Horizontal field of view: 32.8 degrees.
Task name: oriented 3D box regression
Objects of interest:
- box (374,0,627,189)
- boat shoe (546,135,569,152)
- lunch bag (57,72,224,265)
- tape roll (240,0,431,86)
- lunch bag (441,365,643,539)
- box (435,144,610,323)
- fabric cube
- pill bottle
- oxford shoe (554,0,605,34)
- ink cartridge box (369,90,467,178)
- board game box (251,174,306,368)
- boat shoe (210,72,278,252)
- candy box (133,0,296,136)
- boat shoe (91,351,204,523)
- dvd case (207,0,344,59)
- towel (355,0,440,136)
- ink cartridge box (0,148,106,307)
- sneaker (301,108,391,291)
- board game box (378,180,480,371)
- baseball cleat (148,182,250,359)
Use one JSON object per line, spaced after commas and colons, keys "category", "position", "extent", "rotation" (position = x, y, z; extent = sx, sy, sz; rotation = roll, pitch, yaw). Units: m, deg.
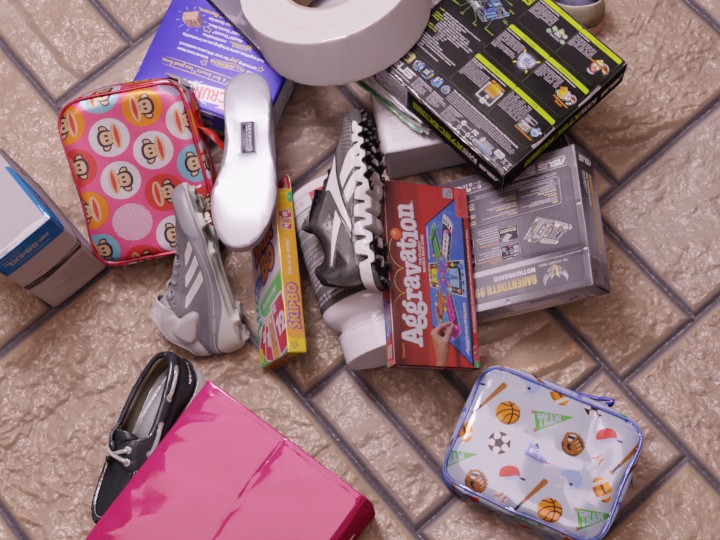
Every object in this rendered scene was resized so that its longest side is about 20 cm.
{"category": "box", "position": [0.149, -0.217, 1.322], "extent": [0.193, 0.048, 0.200], "rotation": [-42, 73, -15]}
{"category": "boat shoe", "position": [0.212, -0.097, 1.389], "extent": [0.075, 0.060, 0.201], "rotation": [-5, 73, 2]}
{"category": "lunch bag", "position": [-0.232, -0.115, 1.374], "extent": [0.176, 0.082, 0.201], "rotation": [-11, 103, 1]}
{"category": "tape roll", "position": [-0.027, -0.298, 1.327], "extent": [0.202, 0.071, 0.203], "rotation": [-8, 56, 13]}
{"category": "lunch bag", "position": [0.196, 0.194, 1.297], "extent": [0.200, 0.076, 0.161], "rotation": [23, 74, 11]}
{"category": "box", "position": [0.163, -0.033, 1.333], "extent": [0.200, 0.048, 0.159], "rotation": [-16, 70, 30]}
{"category": "fabric cube", "position": [-0.123, 0.261, 1.231], "extent": [0.200, 0.196, 0.200], "rotation": [35, 78, 12]}
{"category": "pill bottle", "position": [0.000, 0.000, 1.345], "extent": [0.114, 0.114, 0.200], "rotation": [-18, 73, -2]}
{"category": "oxford shoe", "position": [0.201, -0.347, 1.458], "extent": [0.200, 0.074, 0.071], "rotation": [22, 76, 10]}
{"category": "ink cartridge box", "position": [0.081, -0.224, 1.422], "extent": [0.146, 0.086, 0.200], "rotation": [-11, 71, 0]}
{"category": "board game box", "position": [-0.094, 0.001, 1.354], "extent": [0.030, 0.096, 0.201], "rotation": [3, 74, -23]}
{"category": "boat shoe", "position": [-0.122, -0.111, 1.334], "extent": [0.071, 0.070, 0.201], "rotation": [-3, 73, 4]}
{"category": "candy box", "position": [-0.152, -0.264, 1.453], "extent": [0.169, 0.077, 0.200], "rotation": [21, 74, 9]}
{"category": "boat shoe", "position": [-0.241, 0.181, 1.316], "extent": [0.075, 0.060, 0.200], "rotation": [8, 66, 35]}
{"category": "dvd case", "position": [-0.070, -0.343, 1.421], "extent": [0.200, 0.016, 0.149], "rotation": [-39, 69, -11]}
{"category": "towel", "position": [0.083, -0.265, 1.375], "extent": [0.149, 0.031, 0.200], "rotation": [40, 78, 12]}
{"category": "ink cartridge box", "position": [-0.377, -0.055, 1.340], "extent": [0.084, 0.200, 0.146], "rotation": [-41, 75, -6]}
{"category": "sneaker", "position": [-0.021, -0.072, 1.271], "extent": [0.090, 0.066, 0.201], "rotation": [-8, 75, 17]}
{"category": "board game box", "position": [0.071, 0.005, 1.296], "extent": [0.103, 0.019, 0.201], "rotation": [4, 72, -24]}
{"category": "baseball cleat", "position": [-0.192, 0.007, 1.339], "extent": [0.106, 0.070, 0.200], "rotation": [-16, 106, 5]}
